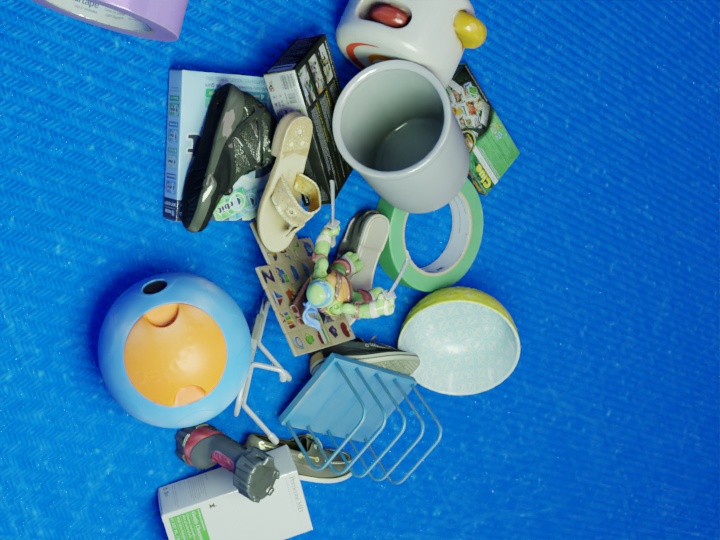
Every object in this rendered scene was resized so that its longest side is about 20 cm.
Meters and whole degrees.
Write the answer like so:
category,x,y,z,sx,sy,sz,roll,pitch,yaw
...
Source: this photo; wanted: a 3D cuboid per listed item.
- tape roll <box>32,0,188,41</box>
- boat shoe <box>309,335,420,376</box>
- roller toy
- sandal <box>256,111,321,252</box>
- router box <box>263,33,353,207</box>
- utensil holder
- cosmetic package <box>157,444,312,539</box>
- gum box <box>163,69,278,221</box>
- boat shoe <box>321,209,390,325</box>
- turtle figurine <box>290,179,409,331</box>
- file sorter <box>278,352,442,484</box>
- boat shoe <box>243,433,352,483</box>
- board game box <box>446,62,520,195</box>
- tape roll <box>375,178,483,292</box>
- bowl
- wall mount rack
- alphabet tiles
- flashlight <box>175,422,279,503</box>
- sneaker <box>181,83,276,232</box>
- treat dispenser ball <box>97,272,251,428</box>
category,x,y,z,sx,sy,sz,roll,pitch,yaw
tape roll,-0.303,-0.332,1.242,0.199,0.199,0.066,14,91,-38
boat shoe,0.007,0.137,1.654,0.198,0.063,0.075,3,136,-30
roller toy,0.069,-0.355,1.527,0.181,0.200,0.141,28,82,-23
sandal,-0.085,-0.102,1.418,0.077,0.069,0.213,-21,132,-41
router box,-0.064,-0.213,1.491,0.150,0.051,0.202,-62,142,-55
utensil holder,0.068,-0.186,1.531,0.171,0.169,0.200,-67,160,-5
cosmetic package,-0.179,0.341,1.513,0.198,0.085,0.109,-18,111,-8
gum box,-0.185,-0.170,1.465,0.169,0.044,0.202,-3,101,-37
boat shoe,-0.014,0.001,1.632,0.066,0.057,0.202,23,91,-35
turtle figurine,0.000,0.000,1.489,0.194,0.143,0.202,10,102,-80
file sorter,0.007,0.234,1.601,0.199,0.123,0.139,21,116,-46
boat shoe,-0.091,0.284,1.615,0.200,0.072,0.061,9,99,-34
board game box,0.186,-0.232,1.747,0.105,0.023,0.200,-50,124,-20
tape roll,0.111,-0.068,1.709,0.199,0.048,0.203,-9,105,-36
bowl,0.160,0.095,1.729,0.201,0.199,0.108,57,23,-30
wall mount rack,-0.132,0.145,1.513,0.175,0.074,0.201,106,-4,-47
alphabet tiles,-0.090,0.019,1.511,0.167,0.008,0.201,-10,73,-61
flashlight,-0.186,0.265,1.458,0.068,0.199,0.068,-35,119,-25
sneaker,-0.166,-0.135,1.410,0.114,0.076,0.201,23,80,-31
treat dispenser ball,-0.242,0.103,1.381,0.199,0.200,0.203,-9,105,-35
